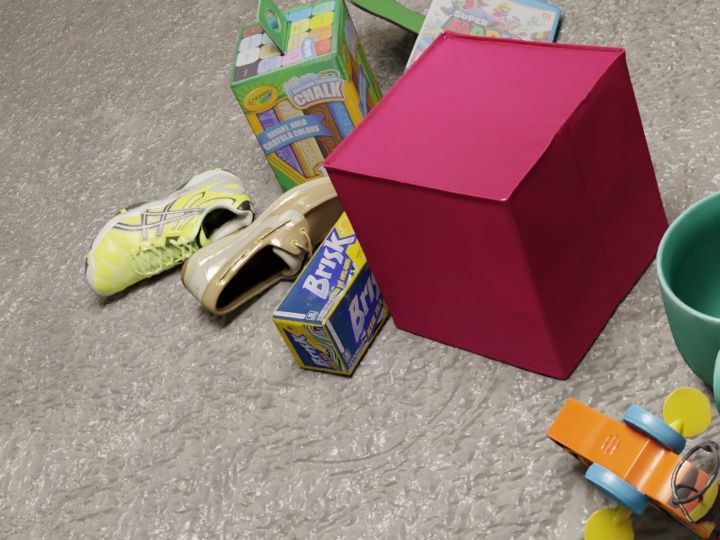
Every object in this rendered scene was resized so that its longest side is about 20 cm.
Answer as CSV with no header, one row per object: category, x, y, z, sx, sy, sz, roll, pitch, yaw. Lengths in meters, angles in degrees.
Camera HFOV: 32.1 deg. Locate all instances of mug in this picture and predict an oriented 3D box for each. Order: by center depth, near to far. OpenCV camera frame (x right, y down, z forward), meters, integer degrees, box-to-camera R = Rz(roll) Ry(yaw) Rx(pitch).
mug,0.297,0.033,0.945,0.184,0.115,0.152,-37,40,-14

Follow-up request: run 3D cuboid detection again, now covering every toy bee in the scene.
toy bee,0.211,0.156,0.880,0.131,0.108,0.200,-47,19,14

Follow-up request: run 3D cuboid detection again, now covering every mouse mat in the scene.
mouse mat,0.035,-0.297,1.430,0.008,0.199,0.161,-58,35,17

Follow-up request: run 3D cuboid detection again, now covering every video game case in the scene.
video game case,0.138,-0.251,1.375,0.142,0.018,0.201,21,48,0

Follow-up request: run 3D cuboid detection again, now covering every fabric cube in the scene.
fabric cube,0.123,-0.064,1.083,0.195,0.200,0.200,15,53,41

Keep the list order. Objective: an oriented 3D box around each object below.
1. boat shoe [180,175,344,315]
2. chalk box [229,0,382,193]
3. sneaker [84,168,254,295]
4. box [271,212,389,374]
boat shoe,-0.080,-0.021,1.255,0.199,0.074,0.066,-34,52,-9
chalk box,-0.058,-0.204,1.339,0.123,0.201,0.125,-13,40,14
sneaker,-0.203,-0.038,1.330,0.199,0.076,0.076,-35,39,-10
box,0.000,0.000,1.179,0.064,0.070,0.201,5,47,35
